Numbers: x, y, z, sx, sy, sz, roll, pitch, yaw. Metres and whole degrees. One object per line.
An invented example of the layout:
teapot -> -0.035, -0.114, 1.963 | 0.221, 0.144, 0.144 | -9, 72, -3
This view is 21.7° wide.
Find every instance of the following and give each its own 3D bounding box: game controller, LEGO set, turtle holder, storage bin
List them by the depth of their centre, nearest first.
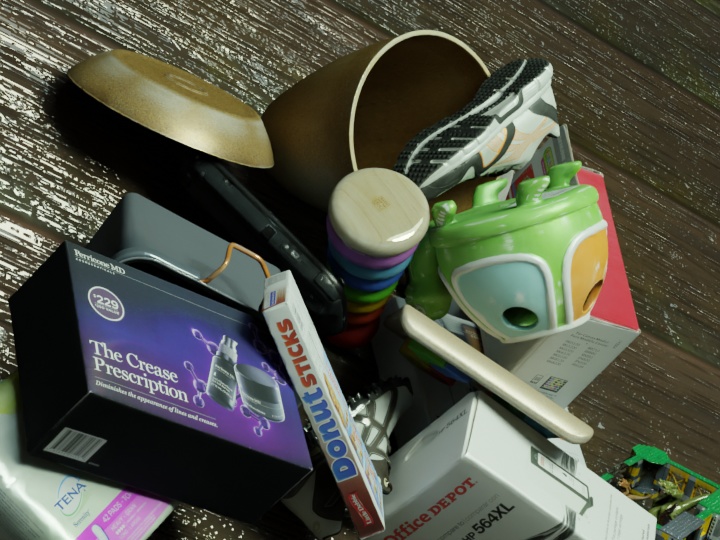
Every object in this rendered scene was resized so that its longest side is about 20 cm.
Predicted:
storage bin -> -0.134, 0.024, 1.494 | 0.200, 0.146, 0.134 | 28, 26, -27
turtle holder -> 0.121, -0.006, 1.585 | 0.141, 0.185, 0.132 | -60, 134, -82
game controller -> -0.083, -0.024, 1.620 | 0.200, 0.042, 0.104 | 45, -10, 19
LEGO set -> 0.263, 0.255, 1.741 | 0.153, 0.116, 0.200 | 23, 21, 20

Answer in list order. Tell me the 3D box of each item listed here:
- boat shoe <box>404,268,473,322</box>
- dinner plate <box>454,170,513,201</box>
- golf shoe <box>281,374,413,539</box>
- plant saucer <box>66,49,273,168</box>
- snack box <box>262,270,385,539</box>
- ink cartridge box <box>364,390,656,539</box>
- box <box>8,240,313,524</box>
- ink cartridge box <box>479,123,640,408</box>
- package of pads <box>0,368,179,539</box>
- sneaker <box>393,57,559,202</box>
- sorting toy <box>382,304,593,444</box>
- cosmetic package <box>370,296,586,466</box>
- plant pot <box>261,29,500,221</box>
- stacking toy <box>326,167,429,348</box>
boat shoe -> 0.122, 0.020, 1.855 | 0.200, 0.070, 0.066 | 5, 51, -37
dinner plate -> 0.067, -0.101, 1.794 | 0.024, 0.200, 0.201 | 18, 41, -42
golf shoe -> -0.007, 0.156, 1.551 | 0.200, 0.078, 0.095 | -32, 91, -51
plant saucer -> -0.161, -0.150, 1.660 | 0.200, 0.036, 0.200 | 24, 11, -5
snack box -> -0.027, 0.102, 1.423 | 0.072, 0.024, 0.200 | -95, 164, -71
ink cartridge box -> 0.122, 0.213, 1.553 | 0.200, 0.146, 0.084 | 35, 38, -15
box -> -0.142, 0.082, 1.336 | 0.200, 0.079, 0.141 | 24, 33, -38
ink cartridge box -> 0.185, -0.003, 1.734 | 0.084, 0.176, 0.200 | 17, 45, -25
package of pads -> -0.206, 0.135, 1.333 | 0.155, 0.068, 0.200 | 46, 31, -2
sneaker -> 0.110, -0.107, 1.647 | 0.200, 0.074, 0.080 | -38, 122, -29
sorting toy -> 0.100, 0.094, 1.593 | 0.185, 0.037, 0.200 | 34, -3, -1
cosmetic package -> 0.109, 0.119, 1.737 | 0.200, 0.052, 0.151 | 19, 43, -35
plant pot -> 0.000, -0.120, 1.729 | 0.186, 0.200, 0.187 | -1, 92, -39
stacking toy -> 0.000, 0.000, 1.622 | 0.085, 0.200, 0.086 | 6, 56, -8
